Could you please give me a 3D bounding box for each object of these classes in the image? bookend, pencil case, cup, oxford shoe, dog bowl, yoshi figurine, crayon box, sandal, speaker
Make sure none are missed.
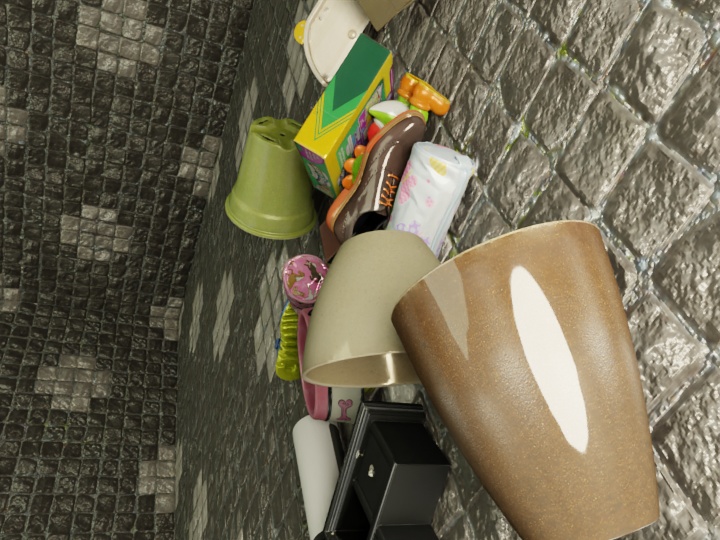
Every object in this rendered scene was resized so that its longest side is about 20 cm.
[{"bbox_3d":[0.045,0.296,0.698,0.200,0.090,0.204,-130,53,-60],"label":"bookend"},{"bbox_3d":[0.076,-0.058,0.761,0.091,0.081,0.205,-127,49,-57],"label":"pencil case"},{"bbox_3d":[0.030,0.041,0.674,0.200,0.195,0.147,142,129,-58],"label":"cup"},{"bbox_3d":[0.032,-0.111,0.786,0.202,0.070,0.073,-57,44,24],"label":"oxford shoe"},{"bbox_3d":[-0.052,0.142,0.948,0.200,0.072,0.207,175,90,-77],"label":"dog bowl"},{"bbox_3d":[0.058,-0.165,0.865,0.111,0.112,0.202,39,110,18],"label":"yoshi figurine"},{"bbox_3d":[-0.090,0.034,1.057,0.200,0.084,0.085,93,164,-76],"label":"pencil case"},{"bbox_3d":[-0.017,-0.213,0.887,0.175,0.057,0.200,-58,-9,-7],"label":"crayon box"},{"bbox_3d":[-0.137,0.118,1.229,0.088,0.077,0.204,-117,42,-60],"label":"sandal"},{"bbox_3d":[-0.056,0.330,0.947,0.202,0.079,0.083,-109,36,-49],"label":"speaker"}]

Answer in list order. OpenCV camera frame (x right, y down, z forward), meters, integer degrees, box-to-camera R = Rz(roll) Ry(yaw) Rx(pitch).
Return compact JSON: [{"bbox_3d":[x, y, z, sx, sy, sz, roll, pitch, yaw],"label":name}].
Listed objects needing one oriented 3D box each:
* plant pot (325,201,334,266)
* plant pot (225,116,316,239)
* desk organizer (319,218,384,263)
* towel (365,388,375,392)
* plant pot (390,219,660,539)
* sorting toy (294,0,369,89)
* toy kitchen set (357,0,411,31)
[{"bbox_3d":[-0.016,-0.067,1.060,0.199,0.027,0.206,-170,89,-68],"label":"plant pot"},{"bbox_3d":[-0.169,-0.199,1.227,0.202,0.195,0.188,-110,29,-49],"label":"plant pot"},{"bbox_3d":[0.000,0.000,0.892,0.077,0.071,0.204,-40,50,36],"label":"desk organizer"},{"bbox_3d":[0.005,0.080,0.938,0.086,0.018,0.204,-51,43,41],"label":"towel"},{"bbox_3d":[0.140,0.099,0.464,0.187,0.183,0.204,-51,52,51],"label":"plant pot"},{"bbox_3d":[-0.042,-0.445,1.132,0.202,0.106,0.180,-55,2,6],"label":"sorting toy"},{"bbox_3d":[0.056,-0.516,0.892,0.163,0.202,0.180,-43,15,-18],"label":"toy kitchen set"}]
